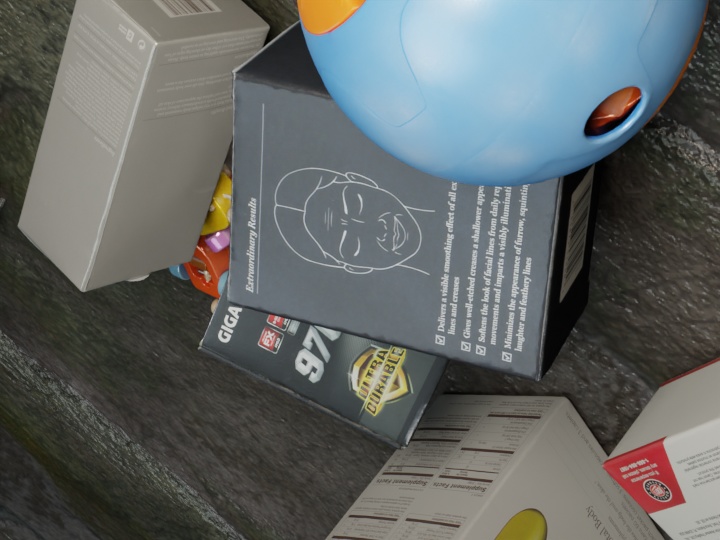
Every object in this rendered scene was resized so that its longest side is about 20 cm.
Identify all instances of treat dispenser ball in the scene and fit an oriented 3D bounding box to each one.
[{"bbox_3d":[0.068,-0.142,0.868,0.200,0.201,0.202,30,149,20],"label":"treat dispenser ball"}]

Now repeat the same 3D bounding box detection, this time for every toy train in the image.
[{"bbox_3d":[-0.071,-0.018,1.310,0.199,0.056,0.151,19,145,41],"label":"toy train"}]

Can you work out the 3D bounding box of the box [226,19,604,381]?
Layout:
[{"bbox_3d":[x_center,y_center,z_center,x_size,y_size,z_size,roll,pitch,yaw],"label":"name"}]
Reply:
[{"bbox_3d":[0.033,-0.045,1.047,0.198,0.107,0.150,14,120,17],"label":"box"}]

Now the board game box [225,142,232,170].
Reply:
[{"bbox_3d":[-0.026,-0.060,1.276,0.199,0.026,0.201,16,141,40],"label":"board game box"}]

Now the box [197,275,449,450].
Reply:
[{"bbox_3d":[0.000,0.000,1.181,0.158,0.046,0.201,26,120,2],"label":"box"}]

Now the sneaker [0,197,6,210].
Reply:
[{"bbox_3d":[-0.379,-0.092,1.631,0.139,0.078,0.201,26,156,22],"label":"sneaker"}]

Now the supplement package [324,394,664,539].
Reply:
[{"bbox_3d":[0.087,0.214,1.322,0.150,0.200,0.152,-5,128,53],"label":"supplement package"}]

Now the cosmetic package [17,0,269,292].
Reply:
[{"bbox_3d":[-0.147,-0.094,1.209,0.090,0.106,0.201,43,126,26],"label":"cosmetic package"}]

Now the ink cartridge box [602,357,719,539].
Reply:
[{"bbox_3d":[0.273,0.150,1.126,0.200,0.084,0.144,46,150,-5],"label":"ink cartridge box"}]
